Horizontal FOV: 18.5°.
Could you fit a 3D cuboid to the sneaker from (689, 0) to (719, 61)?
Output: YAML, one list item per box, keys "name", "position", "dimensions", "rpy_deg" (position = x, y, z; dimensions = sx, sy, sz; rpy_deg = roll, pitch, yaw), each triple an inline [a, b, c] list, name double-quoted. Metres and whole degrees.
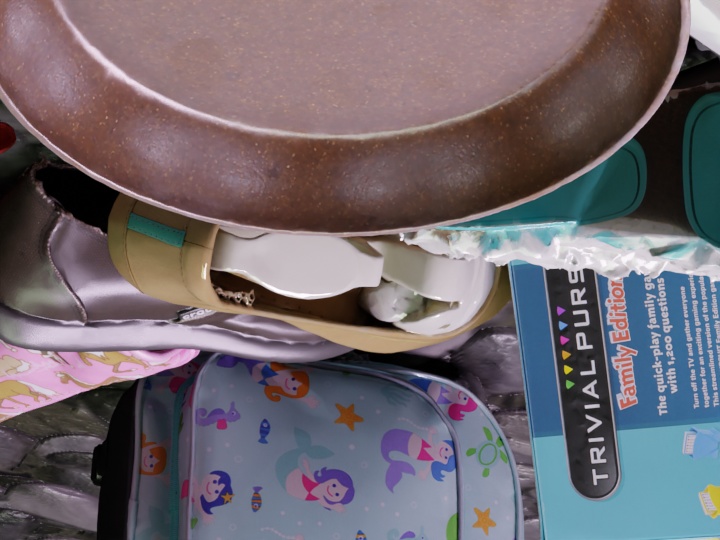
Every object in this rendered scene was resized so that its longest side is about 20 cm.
- name: "sneaker"
  position: [0.124, -0.109, 0.625]
  dimensions: [0.198, 0.071, 0.093]
  rpy_deg: [25, 151, -18]

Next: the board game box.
- name: "board game box"
  position: [0.156, 0.018, 0.811]
  dimensions: [0.198, 0.153, 0.047]
  rpy_deg: [-7, -179, 25]

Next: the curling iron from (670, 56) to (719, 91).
- name: "curling iron"
  position: [0.155, -0.080, 0.750]
  dimensions: [0.199, 0.026, 0.049]
  rpy_deg: [-18, 143, 39]

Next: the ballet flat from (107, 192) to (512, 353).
- name: "ballet flat"
  position: [0.000, 0.000, 0.818]
  dimensions: [0.199, 0.069, 0.063]
  rpy_deg: [3, -171, -39]

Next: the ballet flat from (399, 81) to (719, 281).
- name: "ballet flat"
  position: [0.104, -0.029, 0.766]
  dimensions: [0.198, 0.072, 0.072]
  rpy_deg: [5, 156, 8]

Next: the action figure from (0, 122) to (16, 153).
- name: "action figure"
  position: [-0.193, -0.029, 0.884]
  dimensions: [0.051, 0.066, 0.200]
  rpy_deg: [-11, 164, -30]

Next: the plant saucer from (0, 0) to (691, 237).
- name: "plant saucer"
  position: [-0.008, -0.076, 0.616]
  dimensions: [0.198, 0.035, 0.201]
  rpy_deg: [1, 148, 1]

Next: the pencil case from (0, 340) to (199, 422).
- name: "pencil case"
  position: [-0.145, 0.020, 0.957]
  dimensions: [0.086, 0.084, 0.199]
  rpy_deg: [26, 147, -36]

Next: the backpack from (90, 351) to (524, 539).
- name: "backpack"
  position: [-0.019, 0.126, 1.050]
  dimensions: [0.198, 0.179, 0.150]
  rpy_deg: [10, 160, -19]

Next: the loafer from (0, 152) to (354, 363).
- name: "loafer"
  position: [-0.053, -0.010, 0.849]
  dimensions: [0.198, 0.073, 0.072]
  rpy_deg: [-5, 138, -34]
